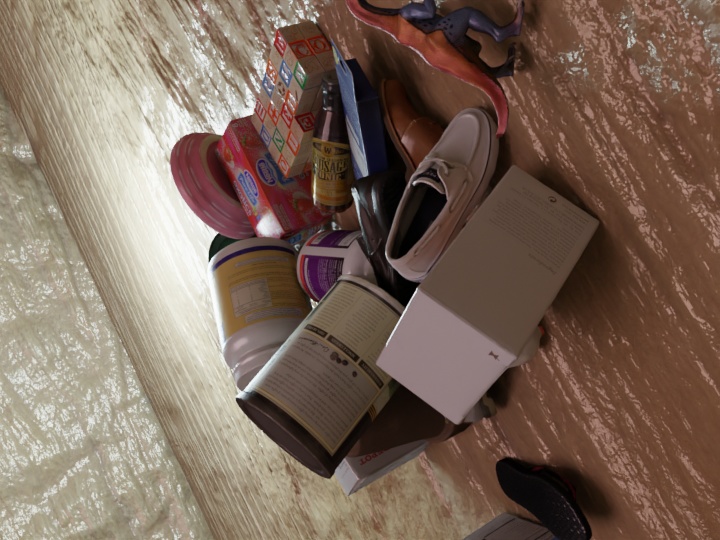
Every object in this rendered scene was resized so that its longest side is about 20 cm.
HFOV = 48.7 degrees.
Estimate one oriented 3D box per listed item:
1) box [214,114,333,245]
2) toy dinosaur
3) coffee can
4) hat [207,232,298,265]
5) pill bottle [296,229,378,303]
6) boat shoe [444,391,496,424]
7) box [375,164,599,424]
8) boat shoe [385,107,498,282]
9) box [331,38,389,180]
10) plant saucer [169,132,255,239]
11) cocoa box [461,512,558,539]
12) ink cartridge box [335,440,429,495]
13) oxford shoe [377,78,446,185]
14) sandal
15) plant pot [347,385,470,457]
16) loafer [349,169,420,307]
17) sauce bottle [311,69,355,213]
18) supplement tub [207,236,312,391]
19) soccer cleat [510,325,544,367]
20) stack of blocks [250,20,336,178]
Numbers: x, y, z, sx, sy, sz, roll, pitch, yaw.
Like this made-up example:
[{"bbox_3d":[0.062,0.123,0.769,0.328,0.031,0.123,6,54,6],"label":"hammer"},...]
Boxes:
[{"bbox_3d":[-0.139,-0.141,1.259,0.201,0.095,0.100,63,150,8],"label":"box"},{"bbox_3d":[0.065,-0.241,0.775,0.180,0.201,0.105,8,143,7],"label":"toy dinosaur"},{"bbox_3d":[-0.032,0.126,0.964,0.146,0.200,0.147,35,160,15],"label":"coffee can"},{"bbox_3d":[-0.125,-0.026,1.321,0.200,0.166,0.176,32,139,-27],"label":"hat"},{"bbox_3d":[0.000,0.000,1.105,0.200,0.112,0.113,6,115,59],"label":"pill bottle"},{"bbox_3d":[0.113,0.129,0.974,0.075,0.068,0.200,-111,-4,-48],"label":"boat shoe"},{"bbox_3d":[0.125,0.023,0.792,0.106,0.200,0.153,35,144,8],"label":"box"},{"bbox_3d":[0.085,-0.086,0.835,0.073,0.065,0.201,15,81,33],"label":"boat shoe"},{"bbox_3d":[0.004,-0.176,0.986,0.121,0.032,0.201,-111,7,-51],"label":"box"},{"bbox_3d":[-0.222,-0.150,1.324,0.051,0.200,0.201,-33,80,29],"label":"plant saucer"},{"bbox_3d":[0.211,0.449,1.044,0.131,0.133,0.201,-4,107,60],"label":"cocoa box"},{"bbox_3d":[-0.006,0.224,1.240,0.200,0.145,0.084,56,150,21],"label":"ink cartridge box"},{"bbox_3d":[0.076,-0.150,0.932,0.071,0.071,0.201,28,-143,-63],"label":"oxford shoe"},{"bbox_3d":[0.231,0.275,0.991,0.200,0.045,0.076,-166,62,-73],"label":"sandal"},{"bbox_3d":[0.034,0.170,1.107,0.200,0.174,0.201,37,139,42],"label":"plant pot"},{"bbox_3d":[0.036,-0.033,0.971,0.071,0.073,0.201,17,128,43],"label":"loafer"},{"bbox_3d":[-0.036,-0.174,1.091,0.066,0.066,0.201,42,144,38],"label":"sauce bottle"},{"bbox_3d":[-0.142,0.068,1.184,0.146,0.145,0.201,116,144,-54],"label":"supplement tub"},{"bbox_3d":[0.132,0.026,0.932,0.200,0.077,0.069,55,149,22],"label":"soccer cleat"},{"bbox_3d":[-0.088,-0.240,1.139,0.115,0.058,0.200,58,150,17],"label":"stack of blocks"}]
